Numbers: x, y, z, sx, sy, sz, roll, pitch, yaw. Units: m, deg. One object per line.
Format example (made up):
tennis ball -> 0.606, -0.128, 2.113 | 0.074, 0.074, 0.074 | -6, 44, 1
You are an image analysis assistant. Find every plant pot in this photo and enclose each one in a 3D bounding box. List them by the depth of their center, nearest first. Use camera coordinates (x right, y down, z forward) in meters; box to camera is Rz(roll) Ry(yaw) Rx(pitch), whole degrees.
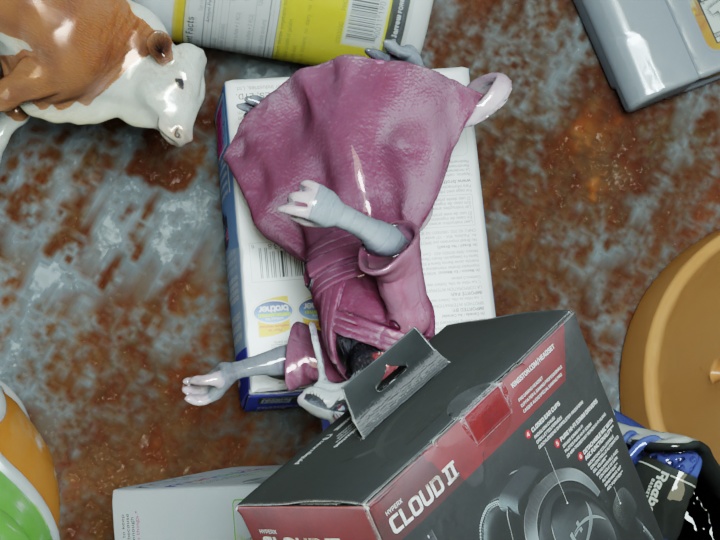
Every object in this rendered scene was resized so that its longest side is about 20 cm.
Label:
plant pot -> 0.251, 0.057, 0.824 | 0.199, 0.140, 0.201 | 1, 79, -6

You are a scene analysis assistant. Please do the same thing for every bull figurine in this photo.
bull figurine -> -0.171, -0.124, 0.780 | 0.121, 0.065, 0.200 | -41, 99, -5

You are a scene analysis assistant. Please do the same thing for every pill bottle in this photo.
pill bottle -> -0.060, -0.174, 0.842 | 0.199, 0.112, 0.113 | 10, 79, -5

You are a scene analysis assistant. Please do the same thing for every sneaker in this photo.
sneaker -> 0.109, 0.091, 0.742 | 0.199, 0.115, 0.081 | 26, 81, -1

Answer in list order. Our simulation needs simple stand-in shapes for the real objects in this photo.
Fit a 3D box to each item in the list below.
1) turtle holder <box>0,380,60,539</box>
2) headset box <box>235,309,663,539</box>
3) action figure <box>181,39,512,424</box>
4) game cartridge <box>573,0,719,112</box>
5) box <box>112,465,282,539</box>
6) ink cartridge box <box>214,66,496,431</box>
turtle holder -> -0.231, 0.124, 0.768 | 0.141, 0.185, 0.132 | 42, 34, -26
headset box -> 0.050, 0.122, 0.634 | 0.149, 0.077, 0.201 | -38, 110, -42
action figure -> 0.000, 0.000, 0.744 | 0.148, 0.134, 0.201 | 6, 60, -32
game cartridge -> 0.220, -0.187, 0.917 | 0.199, 0.042, 0.134 | -22, 87, -10
box -> -0.022, 0.194, 0.731 | 0.096, 0.176, 0.201 | -4, 85, -48
ink cartridge box -> -0.003, -0.001, 0.836 | 0.136, 0.076, 0.201 | -4, 79, -8
